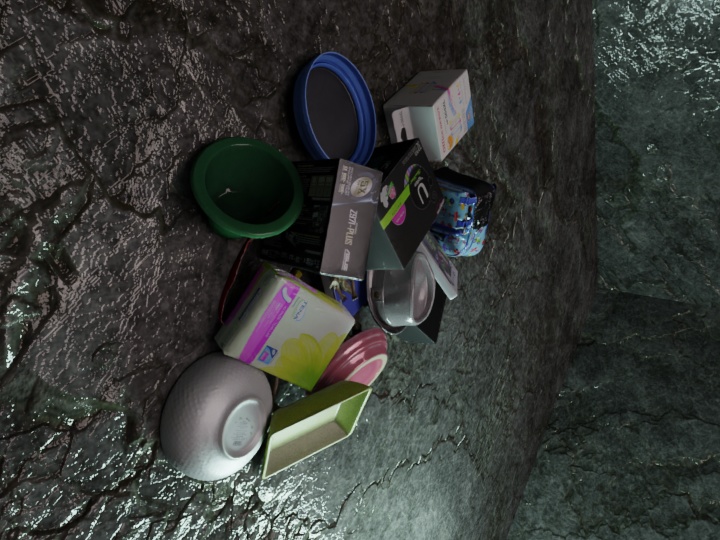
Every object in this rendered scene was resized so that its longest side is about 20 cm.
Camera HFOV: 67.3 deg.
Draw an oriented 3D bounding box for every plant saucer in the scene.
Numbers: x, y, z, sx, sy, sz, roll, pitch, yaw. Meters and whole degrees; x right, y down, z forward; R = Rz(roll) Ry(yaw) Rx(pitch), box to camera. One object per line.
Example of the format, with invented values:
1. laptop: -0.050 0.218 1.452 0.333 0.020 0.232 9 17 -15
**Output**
1. plant saucer: -0.017 0.202 1.067 0.199 0.051 0.202 -35 155 -19
2. plant saucer: -0.090 0.276 0.972 0.197 0.048 0.202 -18 147 -28

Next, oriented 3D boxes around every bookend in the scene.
1. bookend: 0.116 0.039 1.265 0.200 0.091 0.203 41 57 -43

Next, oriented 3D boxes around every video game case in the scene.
1. video game case: 0.153 -0.048 1.200 0.202 0.023 0.182 54 17 -7

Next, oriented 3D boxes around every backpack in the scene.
1. backpack: 0.218 -0.126 1.305 0.133 0.181 0.204 -24 131 -40

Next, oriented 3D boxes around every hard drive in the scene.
1. hard drive: 0.000 0.000 1.069 0.200 0.025 0.134 -43 132 -41

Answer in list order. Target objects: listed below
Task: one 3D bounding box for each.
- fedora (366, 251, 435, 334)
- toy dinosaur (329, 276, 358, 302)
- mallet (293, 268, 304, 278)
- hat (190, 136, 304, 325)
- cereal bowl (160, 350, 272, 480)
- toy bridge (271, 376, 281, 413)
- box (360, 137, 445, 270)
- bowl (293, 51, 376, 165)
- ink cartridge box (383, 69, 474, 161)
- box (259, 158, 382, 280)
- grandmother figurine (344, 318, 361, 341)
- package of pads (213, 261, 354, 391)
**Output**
1. fedora: 0.092 0.028 1.082 0.175 0.089 0.205 2 90 -52
2. toy dinosaur: -0.034 -0.016 0.917 0.057 0.102 0.203 -9 131 -9
3. mallet: -0.111 0.016 0.978 0.202 0.040 0.067 -58 139 -34
4. hat: -0.196 -0.074 0.828 0.201 0.165 0.176 -55 -176 -39
5. cereal bowl: -0.208 0.235 0.852 0.199 0.082 0.205 -21 116 -53
6. toy bridge: -0.111 0.166 0.989 0.067 0.027 0.202 38 79 -12
7. box: 0.047 -0.120 0.997 0.201 0.122 0.150 -55 127 -36
8. bowl: -0.044 -0.276 0.958 0.199 0.039 0.206 7 81 -53
9. ink cartridge box: 0.147 -0.332 1.178 0.201 0.123 0.130 -51 137 -36
10. box: -0.068 -0.083 0.855 0.085 0.198 0.168 9 91 -37
11. grandmother figurine: -0.031 0.156 1.116 0.199 0.060 0.123 14 108 -59
12. package of pads: -0.117 0.093 0.892 0.199 0.068 0.156 35 90 -41
